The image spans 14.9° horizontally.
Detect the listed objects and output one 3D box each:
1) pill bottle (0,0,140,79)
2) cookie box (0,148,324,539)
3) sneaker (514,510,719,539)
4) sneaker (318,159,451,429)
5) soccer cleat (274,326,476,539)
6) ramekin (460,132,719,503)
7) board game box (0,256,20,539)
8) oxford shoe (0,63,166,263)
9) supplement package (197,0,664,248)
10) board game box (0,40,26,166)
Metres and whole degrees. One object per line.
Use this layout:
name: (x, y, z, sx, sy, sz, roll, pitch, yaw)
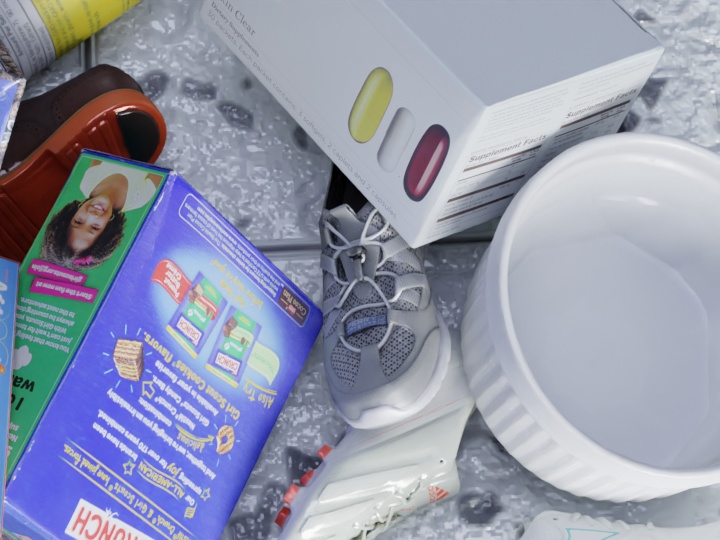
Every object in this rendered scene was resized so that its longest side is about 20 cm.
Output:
pill bottle: (-0.216, -0.164, 1.602, 0.200, 0.114, 0.114, -36, 77, -12)
cookie box: (-0.127, 0.065, 1.502, 0.075, 0.171, 0.201, 12, 68, 38)
sneaker: (0.131, 0.164, 1.528, 0.199, 0.071, 0.081, -17, 64, -19)
sneaker: (0.000, 0.000, 1.543, 0.074, 0.082, 0.201, -19, 47, 16)
soccer cleat: (0.012, 0.119, 1.548, 0.077, 0.069, 0.200, 35, 72, 5)
ramekin: (0.150, 0.034, 1.538, 0.199, 0.105, 0.201, 7, 68, -17)
board game box: (-0.225, 0.070, 1.384, 0.103, 0.019, 0.201, 19, 53, -29)
oxford shoe: (-0.207, -0.047, 1.602, 0.199, 0.071, 0.073, -33, 42, -4)
supplement package: (0.038, -0.136, 1.554, 0.155, 0.111, 0.200, -21, 59, -42)
board game box: (-0.275, -0.097, 1.430, 0.159, 0.200, 0.097, 14, 103, -19)
